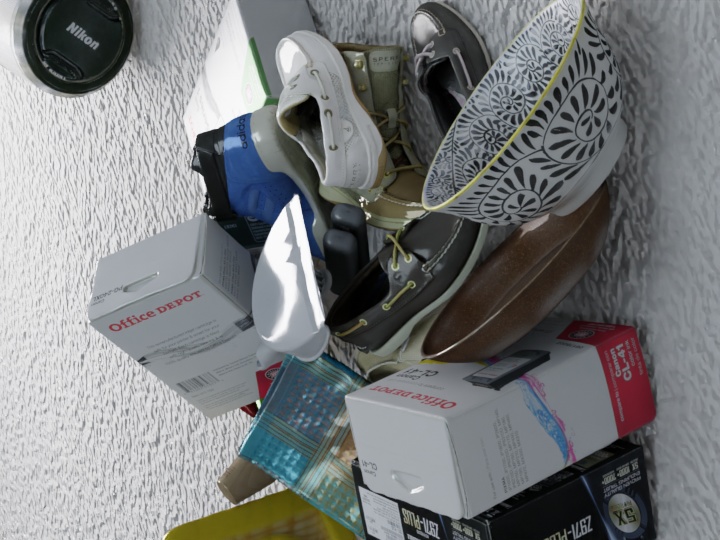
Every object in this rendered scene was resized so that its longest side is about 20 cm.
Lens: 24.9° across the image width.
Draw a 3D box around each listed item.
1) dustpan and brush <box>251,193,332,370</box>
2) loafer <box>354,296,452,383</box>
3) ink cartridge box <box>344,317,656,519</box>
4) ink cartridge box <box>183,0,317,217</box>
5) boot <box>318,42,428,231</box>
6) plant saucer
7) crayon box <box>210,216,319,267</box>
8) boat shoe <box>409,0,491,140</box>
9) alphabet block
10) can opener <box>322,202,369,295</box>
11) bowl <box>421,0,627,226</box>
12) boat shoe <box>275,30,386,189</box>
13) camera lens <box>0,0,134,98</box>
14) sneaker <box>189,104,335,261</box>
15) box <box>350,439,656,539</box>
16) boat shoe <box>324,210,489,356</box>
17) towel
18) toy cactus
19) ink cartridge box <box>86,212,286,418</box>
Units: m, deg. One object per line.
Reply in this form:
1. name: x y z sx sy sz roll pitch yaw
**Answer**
1. dustpan and brush: -0.069 0.040 1.502 0.200 0.057 0.141 -46 48 45
2. loafer: 0.058 0.073 1.490 0.200 0.075 0.069 -38 61 55
3. ink cartridge box: 0.110 0.109 1.290 0.147 0.198 0.087 5 112 56
4. ink cartridge box: -0.106 -0.164 1.663 0.201 0.083 0.147 -59 40 47
5. boot: 0.027 -0.125 1.490 0.199 0.071 0.157 26 119 54
6. plant saucer: 0.129 0.007 1.278 0.037 0.201 0.200 45 147 -6
7. crayon box: -0.122 0.009 1.717 0.052 0.124 0.201 63 145 26
8. boat shoe: 0.082 -0.152 1.399 0.201 0.056 0.067 63 145 25
9. alphabet block: -0.098 0.360 1.692 0.197 0.194 0.201 62 155 23
10. can opener: 0.000 0.000 1.527 0.200 0.066 0.053 76 -151 -64
11. bowl: 0.142 -0.104 1.251 0.094 0.202 0.200 35 149 -13
12. boat shoe: -0.044 -0.149 1.469 0.201 0.068 0.071 59 146 41
13. camera lens: -0.382 -0.310 2.017 0.199 0.158 0.162 30 124 52
14. sneaker: -0.093 -0.071 1.591 0.200 0.110 0.077 56 -154 -45
15. box: 0.114 0.189 1.341 0.199 0.162 0.087 14 120 56
16. boat shoe: 0.039 0.001 1.408 0.202 0.060 0.072 -52 33 37
17. towel: -0.011 0.172 1.558 0.199 0.022 0.148 33 115 10
18. toy cactus: -0.077 0.169 1.660 0.199 0.165 0.103 27 148 47
19. ink cartridge box: -0.153 0.047 1.618 0.144 0.200 0.084 -21 46 26
